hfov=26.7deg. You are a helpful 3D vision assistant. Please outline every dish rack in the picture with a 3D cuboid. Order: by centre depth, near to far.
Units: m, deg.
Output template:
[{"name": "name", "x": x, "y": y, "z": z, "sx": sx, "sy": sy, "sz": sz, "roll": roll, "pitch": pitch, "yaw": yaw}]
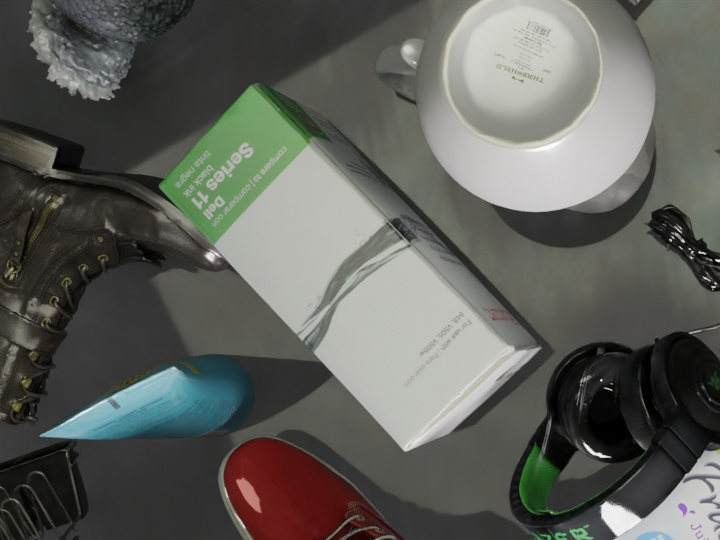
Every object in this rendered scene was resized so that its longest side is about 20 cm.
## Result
[{"name": "dish rack", "x": -0.246, "y": 0.171, "z": 0.871, "sx": 0.153, "sy": 0.200, "sz": 0.055, "roll": -21, "pitch": 99, "yaw": 10}]

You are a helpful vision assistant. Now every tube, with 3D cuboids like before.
[{"name": "tube", "x": -0.107, "y": 0.072, "z": 0.844, "sx": 0.077, "sy": 0.200, "sz": 0.051, "roll": -32, "pitch": 82, "yaw": 6}]

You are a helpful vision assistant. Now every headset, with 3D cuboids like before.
[{"name": "headset", "x": 0.148, "y": 0.061, "z": 0.838, "sx": 0.094, "sy": 0.123, "sz": 0.200, "roll": 46, "pitch": 65, "yaw": -15}]

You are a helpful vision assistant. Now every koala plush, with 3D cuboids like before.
[{"name": "koala plush", "x": -0.174, "y": -0.214, "z": 0.899, "sx": 0.177, "sy": 0.184, "sz": 0.200, "roll": -40, "pitch": 92, "yaw": 7}]

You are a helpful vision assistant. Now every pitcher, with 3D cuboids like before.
[{"name": "pitcher", "x": 0.074, "y": -0.097, "z": 0.818, "sx": 0.171, "sy": 0.200, "sz": 0.122, "roll": 18, "pitch": 90, "yaw": 13}]

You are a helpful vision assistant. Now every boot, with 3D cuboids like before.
[{"name": "boot", "x": 0.005, "y": 0.155, "z": 0.839, "sx": 0.200, "sy": 0.144, "sz": 0.072, "roll": 43, "pitch": 69, "yaw": 8}, {"name": "boot", "x": -0.182, "y": 0.015, "z": 0.938, "sx": 0.199, "sy": 0.069, "sz": 0.175, "roll": 23, "pitch": 97, "yaw": 16}]

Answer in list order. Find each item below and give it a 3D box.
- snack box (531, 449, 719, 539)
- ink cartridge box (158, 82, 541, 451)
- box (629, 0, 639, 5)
[{"name": "snack box", "x": 0.192, "y": 0.180, "z": 0.853, "sx": 0.199, "sy": 0.053, "sz": 0.143, "roll": -31, "pitch": 83, "yaw": 8}, {"name": "ink cartridge box", "x": 0.000, "y": 0.000, "z": 0.854, "sx": 0.083, "sy": 0.147, "sz": 0.200, "roll": -45, "pitch": 79, "yaw": 7}, {"name": "box", "x": 0.171, "y": -0.284, "z": 0.889, "sx": 0.156, "sy": 0.041, "sz": 0.200, "roll": 43, "pitch": 96, "yaw": 10}]
